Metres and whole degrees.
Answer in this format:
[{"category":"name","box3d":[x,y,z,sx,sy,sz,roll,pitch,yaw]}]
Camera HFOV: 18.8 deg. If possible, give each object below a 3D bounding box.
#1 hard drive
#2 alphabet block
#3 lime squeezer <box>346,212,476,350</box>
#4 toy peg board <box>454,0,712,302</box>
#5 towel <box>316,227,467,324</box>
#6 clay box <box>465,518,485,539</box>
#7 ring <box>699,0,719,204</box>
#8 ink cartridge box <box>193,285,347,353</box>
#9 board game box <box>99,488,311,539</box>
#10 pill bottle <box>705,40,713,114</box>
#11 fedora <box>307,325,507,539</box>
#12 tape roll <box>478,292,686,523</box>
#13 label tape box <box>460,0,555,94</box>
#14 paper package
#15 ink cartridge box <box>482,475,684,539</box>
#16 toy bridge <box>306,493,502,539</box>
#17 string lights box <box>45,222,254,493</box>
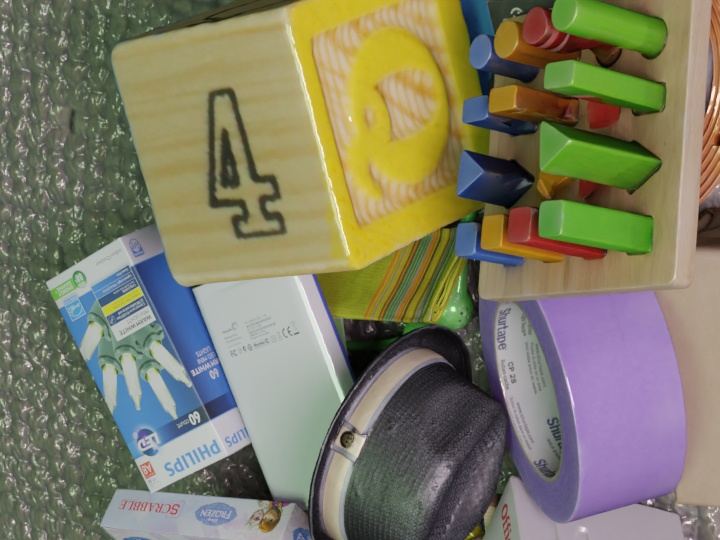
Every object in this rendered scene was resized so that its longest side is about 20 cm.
[{"category":"hard drive","box3d":[-0.055,0.091,1.755,0.131,0.025,0.202,-19,93,47]},{"category":"alphabet block","box3d":[-0.039,-0.112,1.637,0.199,0.195,0.198,-6,106,43]},{"category":"lime squeezer","box3d":[0.050,0.031,1.743,0.071,0.038,0.200,49,130,10]},{"category":"toy peg board","box3d":[0.124,-0.090,1.439,0.198,0.097,0.202,-5,77,54]},{"category":"towel","box3d":[0.000,0.000,1.728,0.199,0.087,0.018,3,148,43]},{"category":"clay box","box3d":[0.051,0.215,1.809,0.200,0.047,0.115,50,128,11]},{"category":"ring","box3d":[0.195,-0.128,1.456,0.200,0.019,0.203,-5,84,55]},{"category":"ink cartridge box","box3d":[-0.075,0.069,1.834,0.199,0.059,0.105,6,109,34]},{"category":"board game box","box3d":[-0.091,0.259,1.867,0.199,0.041,0.200,1,145,35]},{"category":"pill bottle","box3d":[0.330,-0.108,1.434,0.199,0.111,0.112,23,120,27]},{"category":"fedora","box3d":[0.050,0.147,1.637,0.091,0.200,0.202,25,122,33]},{"category":"tape roll","box3d":[0.159,0.076,1.582,0.200,0.084,0.202,165,90,-78]},{"category":"label tape box","box3d":[0.150,-0.137,1.585,0.199,0.063,0.146,-6,104,37]},{"category":"paper package","box3d":[0.308,0.066,1.526,0.189,0.103,0.202,2,110,35]},{"category":"ink cartridge box","box3d":[0.156,0.289,1.667,0.143,0.148,0.201,13,123,-12]},{"category":"toy bridge","box3d":[0.042,0.206,1.763,0.198,0.027,0.068,5,109,34]},{"category":"string lights box","box3d":[-0.172,0.073,1.829,0.102,0.059,0.201,-28,88,37]}]
